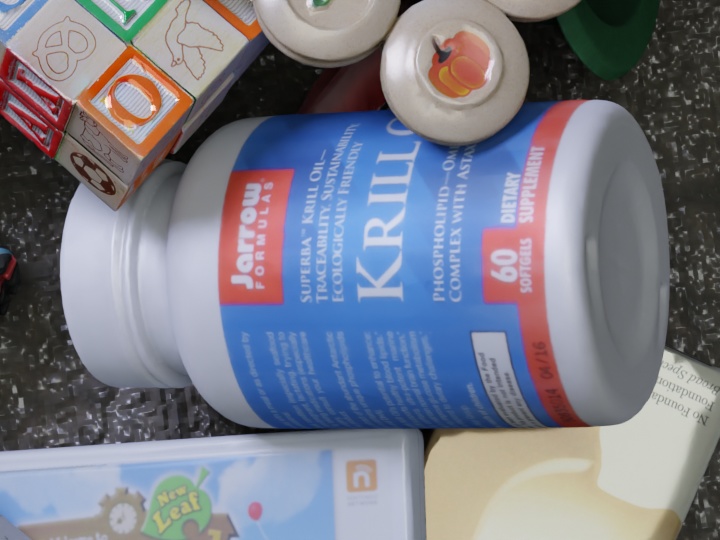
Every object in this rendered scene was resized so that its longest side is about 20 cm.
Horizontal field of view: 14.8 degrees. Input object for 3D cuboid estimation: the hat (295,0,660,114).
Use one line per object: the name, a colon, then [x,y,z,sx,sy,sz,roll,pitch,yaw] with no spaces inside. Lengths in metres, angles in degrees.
hat: [0.008,-0.138,1.046,0.175,0.166,0.201,-7,47,24]

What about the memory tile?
memory tile: [0.026,-0.154,0.929,0.153,0.017,0.201,32,77,-1]

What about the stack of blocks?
stack of blocks: [-0.060,-0.135,0.956,0.115,0.059,0.200,40,69,0]

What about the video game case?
video game case: [-0.070,0.153,1.008,0.198,0.022,0.184,-5,80,20]

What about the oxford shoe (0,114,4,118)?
oxford shoe: [-0.119,-0.111,1.016,0.199,0.072,0.071,-26,50,-20]

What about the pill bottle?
pill bottle: [0.000,0.000,0.975,0.199,0.112,0.113,-2,87,23]

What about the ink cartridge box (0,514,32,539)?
ink cartridge box: [-0.234,0.131,0.960,0.200,0.084,0.176,-42,118,7]

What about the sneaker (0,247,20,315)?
sneaker: [-0.228,0.028,1.035,0.199,0.079,0.096,-34,72,-10]

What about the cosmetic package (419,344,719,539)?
cosmetic package: [0.054,0.113,1.043,0.105,0.071,0.201,23,85,-2]
